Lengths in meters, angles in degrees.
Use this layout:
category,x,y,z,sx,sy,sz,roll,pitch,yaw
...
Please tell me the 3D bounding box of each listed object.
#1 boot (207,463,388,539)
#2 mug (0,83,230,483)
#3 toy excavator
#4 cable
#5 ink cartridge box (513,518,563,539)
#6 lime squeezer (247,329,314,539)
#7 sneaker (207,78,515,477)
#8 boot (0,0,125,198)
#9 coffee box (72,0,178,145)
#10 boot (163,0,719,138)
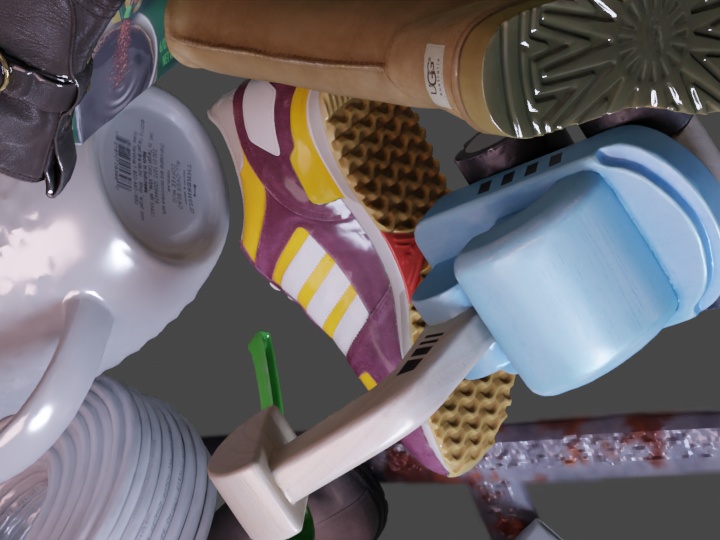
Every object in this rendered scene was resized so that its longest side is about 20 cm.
category,x,y,z,sx,sy,sz,roll,pitch,yaw
boot,-0.079,0.171,1.248,0.200,0.132,0.070,-35,100,32
mug,-0.154,0.006,1.149,0.175,0.200,0.148,-21,138,35
toy excavator,0.050,0.019,1.030,0.194,0.200,0.100,-21,108,38
cable,-0.162,0.137,1.240,0.200,0.200,0.069,-45,119,5
ink cartridge box,0.037,0.230,1.221,0.083,0.145,0.200,41,132,3
lime squeezer,-0.009,0.120,1.185,0.200,0.071,0.038,48,-177,33
sneaker,0.000,0.000,1.141,0.090,0.075,0.200,-4,112,42
boot,-0.165,-0.131,0.982,0.200,0.069,0.174,40,131,-3
coffee box,-0.110,-0.166,1.052,0.044,0.123,0.200,14,125,24
boot,0.046,-0.104,1.017,0.200,0.175,0.066,17,112,52
